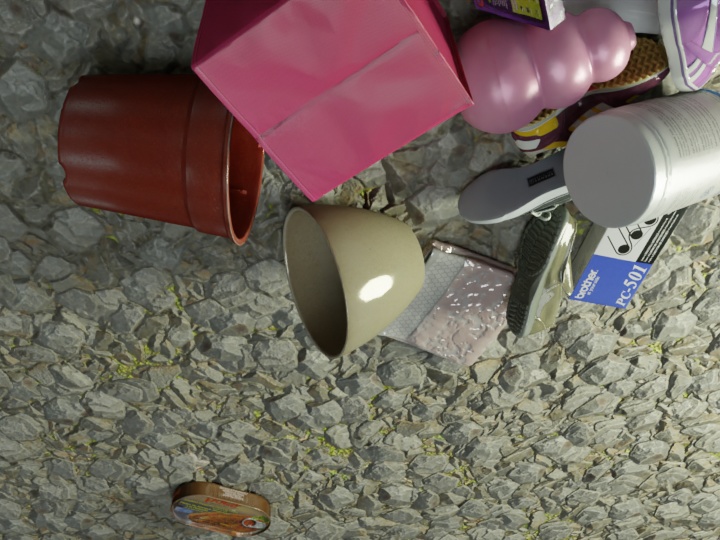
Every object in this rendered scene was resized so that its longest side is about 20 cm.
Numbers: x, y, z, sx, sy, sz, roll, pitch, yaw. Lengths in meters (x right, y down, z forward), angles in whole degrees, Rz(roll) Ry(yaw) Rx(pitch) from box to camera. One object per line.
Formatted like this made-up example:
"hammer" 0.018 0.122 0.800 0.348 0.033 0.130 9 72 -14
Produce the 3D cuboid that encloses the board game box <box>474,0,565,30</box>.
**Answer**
"board game box" 0.136 -0.342 0.788 0.032 0.120 0.201 -40 133 -16

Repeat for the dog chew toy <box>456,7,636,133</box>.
"dog chew toy" 0.200 -0.229 0.884 0.198 0.125 0.125 -15 132 12

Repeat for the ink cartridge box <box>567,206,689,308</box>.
"ink cartridge box" 0.368 -0.036 1.124 0.093 0.044 0.201 9 131 -9

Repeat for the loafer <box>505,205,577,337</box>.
"loafer" 0.262 0.001 1.127 0.069 0.075 0.202 1 120 -23

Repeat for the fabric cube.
"fabric cube" -0.026 -0.235 0.822 0.198 0.197 0.200 -29 127 20

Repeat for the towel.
"towel" 0.140 0.055 1.205 0.189 0.032 0.201 19 129 -19

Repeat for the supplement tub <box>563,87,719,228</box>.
"supplement tub" 0.347 -0.133 0.926 0.199 0.132 0.133 -16 141 -32

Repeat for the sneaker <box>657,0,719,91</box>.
"sneaker" 0.384 -0.245 0.844 0.113 0.074 0.200 -1 172 27

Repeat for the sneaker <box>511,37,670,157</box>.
"sneaker" 0.274 -0.203 0.959 0.198 0.076 0.090 -20 147 15

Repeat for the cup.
"cup" 0.000 0.000 1.060 0.142 0.201 0.202 -15 137 -23

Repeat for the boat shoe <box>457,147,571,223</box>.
"boat shoe" 0.225 -0.104 1.039 0.198 0.074 0.068 -25 148 24

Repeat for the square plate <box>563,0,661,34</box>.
"square plate" 0.275 -0.308 0.825 0.198 0.029 0.198 4 169 -7

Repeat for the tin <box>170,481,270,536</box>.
"tin" -0.267 0.461 1.550 0.198 0.042 0.112 22 132 -21

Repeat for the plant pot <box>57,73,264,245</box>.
"plant pot" -0.222 -0.139 0.913 0.193 0.202 0.202 6 133 2
